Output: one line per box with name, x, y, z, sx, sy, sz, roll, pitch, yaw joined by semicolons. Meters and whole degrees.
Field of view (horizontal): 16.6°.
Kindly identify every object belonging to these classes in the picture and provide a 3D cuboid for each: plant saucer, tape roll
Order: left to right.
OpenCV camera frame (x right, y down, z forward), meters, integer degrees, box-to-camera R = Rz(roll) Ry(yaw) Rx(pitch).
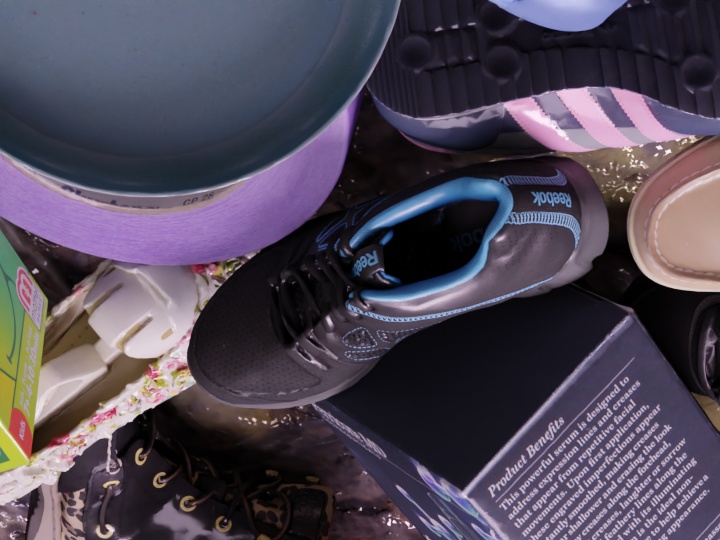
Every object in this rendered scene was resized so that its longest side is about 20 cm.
tape roll;-0.096;-0.094;1.033;0.199;0.066;0.200;9;137;8
plant saucer;-0.082;-0.125;0.922;0.200;0.201;0.027;23;170;-9

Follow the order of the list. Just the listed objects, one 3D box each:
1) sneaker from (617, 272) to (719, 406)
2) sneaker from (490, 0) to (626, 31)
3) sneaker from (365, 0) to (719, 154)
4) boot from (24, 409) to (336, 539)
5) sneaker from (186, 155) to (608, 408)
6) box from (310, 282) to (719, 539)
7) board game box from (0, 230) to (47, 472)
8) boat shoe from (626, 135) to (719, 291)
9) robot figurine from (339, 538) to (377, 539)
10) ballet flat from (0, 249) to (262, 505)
sneaker;0.181;0.036;1.015;0.199;0.087;0.076;7;114;36
sneaker;0.040;-0.168;0.905;0.200;0.070;0.078;38;140;-20
sneaker;0.103;-0.081;1.002;0.199;0.070;0.082;2;166;8
boot;-0.087;0.106;1.240;0.150;0.073;0.200;13;130;-4
sneaker;0.000;0.000;1.024;0.200;0.073;0.082;-27;166;26
box;0.090;0.096;1.101;0.200;0.107;0.148;52;168;-33
board game box;-0.197;-0.014;1.019;0.047;0.102;0.200;-17;131;14
boat shoe;0.204;-0.029;0.976;0.199;0.065;0.072;-10;104;8
robot figurine;-0.014;0.206;1.205;0.143;0.117;0.200;-12;152;-28
ballet flat;-0.118;0.039;1.120;0.200;0.064;0.076;-44;79;12
